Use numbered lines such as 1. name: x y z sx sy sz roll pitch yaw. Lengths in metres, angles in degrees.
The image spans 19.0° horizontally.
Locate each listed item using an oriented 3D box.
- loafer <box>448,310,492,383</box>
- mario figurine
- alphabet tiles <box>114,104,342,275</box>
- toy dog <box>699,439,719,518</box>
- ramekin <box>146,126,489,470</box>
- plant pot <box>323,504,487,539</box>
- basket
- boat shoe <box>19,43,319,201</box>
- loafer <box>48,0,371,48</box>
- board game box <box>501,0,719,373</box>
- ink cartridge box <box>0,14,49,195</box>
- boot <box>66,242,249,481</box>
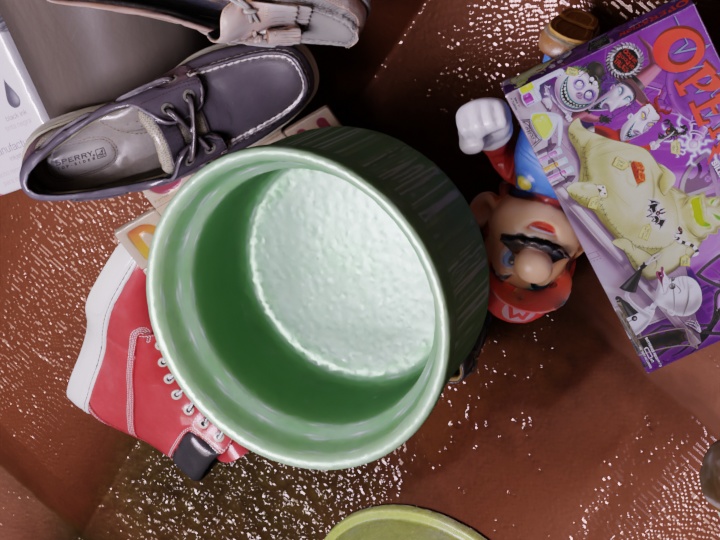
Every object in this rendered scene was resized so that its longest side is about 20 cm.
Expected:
1. loafer: 0.000 0.000 1.381 0.200 0.072 0.073 31 117 -11
2. mario figurine: 0.120 -0.047 1.292 0.123 0.106 0.200 37 127 27
3. alphabet tiles: -0.057 -0.017 1.419 0.166 0.006 0.200 -29 118 13
4. toy dog: 0.274 0.175 1.315 0.194 0.139 0.200 -137 34 -57
5. ramekin: -0.019 0.010 1.296 0.200 0.098 0.200 10 113 24
6. plant pot: 0.007 0.295 1.506 0.200 0.184 0.201 16 122 27
7. basket: -0.168 -0.176 1.401 0.180 0.136 0.200 9 124 43
8. boat shoe: -0.120 -0.086 1.336 0.200 0.065 0.072 -18 111 8
9. loafer: -0.095 -0.161 1.287 0.200 0.063 0.072 16 154 -8
10. board game box: 0.178 -0.048 1.252 0.120 0.032 0.200 -27 111 7
11. ink cartridge box: -0.270 -0.155 1.508 0.146 0.085 0.200 -16 103 38
12. boot: -0.127 0.061 1.544 0.144 0.072 0.200 33 137 14
